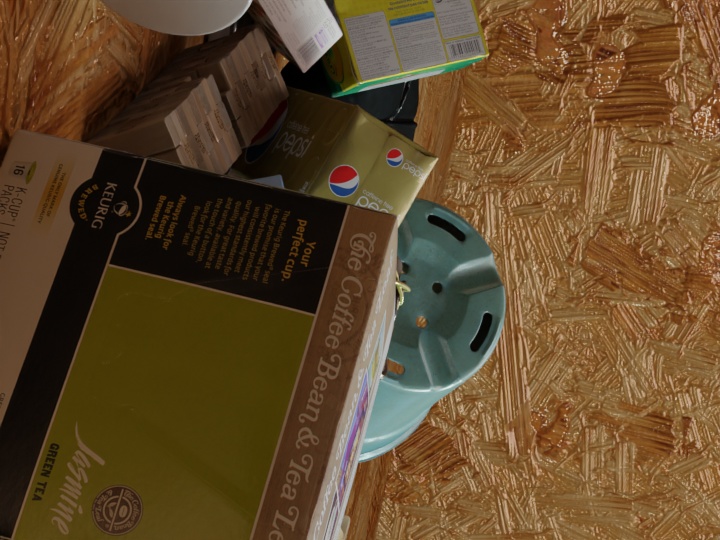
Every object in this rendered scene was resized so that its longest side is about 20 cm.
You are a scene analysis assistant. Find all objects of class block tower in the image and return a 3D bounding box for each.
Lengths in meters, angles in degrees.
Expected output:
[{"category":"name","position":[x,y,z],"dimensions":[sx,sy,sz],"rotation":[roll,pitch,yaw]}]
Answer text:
[{"category":"block tower","position":[-0.100,-0.091,1.076],"dimensions":[0.200,0.058,0.054],"rotation":[-59,131,-63]}]

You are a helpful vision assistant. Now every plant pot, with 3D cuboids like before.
[{"category":"plant pot","position":[0.008,0.038,1.407],"dimensions":[0.196,0.200,0.201],"rotation":[144,-36,-65]}]

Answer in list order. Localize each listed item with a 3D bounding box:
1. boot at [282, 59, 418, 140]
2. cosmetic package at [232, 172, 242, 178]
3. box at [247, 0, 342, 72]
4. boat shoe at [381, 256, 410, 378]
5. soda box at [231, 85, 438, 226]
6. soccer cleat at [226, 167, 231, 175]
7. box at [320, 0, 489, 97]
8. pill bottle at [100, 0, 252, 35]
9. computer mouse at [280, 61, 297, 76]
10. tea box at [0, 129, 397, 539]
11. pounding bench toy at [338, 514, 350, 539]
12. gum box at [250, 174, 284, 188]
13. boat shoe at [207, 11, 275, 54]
[{"category":"boot","position":[0.001,-0.177,1.331],"dimensions":[0.198,0.073,0.163],"rotation":[-5,108,-60]},{"category":"cosmetic package","position":[-0.071,-0.049,1.338],"dimensions":[0.200,0.082,0.051],"rotation":[-65,166,-57]},{"category":"box","position":[-0.061,-0.189,1.110],"dimensions":[0.041,0.039,0.200],"rotation":[-46,155,-4]},{"category":"boat shoe","position":[0.000,0.000,1.232],"dimensions":[0.200,0.059,0.072],"rotation":[-97,166,-47]},{"category":"soda box","position":[-0.025,-0.071,1.151],"dimensions":[0.068,0.064,0.200],"rotation":[-60,-158,-1]},{"category":"soccer cleat","position":[-0.121,-0.004,1.088],"dimensions":[0.200,0.068,0.073],"rotation":[-73,170,-55]},{"category":"box","position":[0.007,-0.232,1.269],"dimensions":[0.048,0.117,0.201],"rotation":[-15,-90,60]},{"category":"pill bottle","position":[-0.069,-0.219,0.904],"dimensions":[0.116,0.115,0.200],"rotation":[94,12,-52]},{"category":"computer mouse","position":[-0.043,-0.213,1.389],"dimensions":[0.139,0.053,0.200],"rotation":[-61,170,-26]},{"category":"tea box","position":[-0.097,0.065,0.866],"dimensions":[0.134,0.196,0.201],"rotation":[88,17,-64]},{"category":"pounding bench toy","position":[-0.051,0.258,1.574],"dimensions":[0.156,0.199,0.125],"rotation":[82,22,-73]},{"category":"gum box","position":[-0.047,0.042,1.075],"dimensions":[0.200,0.044,0.171],"rotation":[89,-10,-85]},{"category":"boat shoe","position":[-0.060,-0.189,1.225],"dimensions":[0.070,0.066,0.201],"rotation":[-62,164,-63]}]
